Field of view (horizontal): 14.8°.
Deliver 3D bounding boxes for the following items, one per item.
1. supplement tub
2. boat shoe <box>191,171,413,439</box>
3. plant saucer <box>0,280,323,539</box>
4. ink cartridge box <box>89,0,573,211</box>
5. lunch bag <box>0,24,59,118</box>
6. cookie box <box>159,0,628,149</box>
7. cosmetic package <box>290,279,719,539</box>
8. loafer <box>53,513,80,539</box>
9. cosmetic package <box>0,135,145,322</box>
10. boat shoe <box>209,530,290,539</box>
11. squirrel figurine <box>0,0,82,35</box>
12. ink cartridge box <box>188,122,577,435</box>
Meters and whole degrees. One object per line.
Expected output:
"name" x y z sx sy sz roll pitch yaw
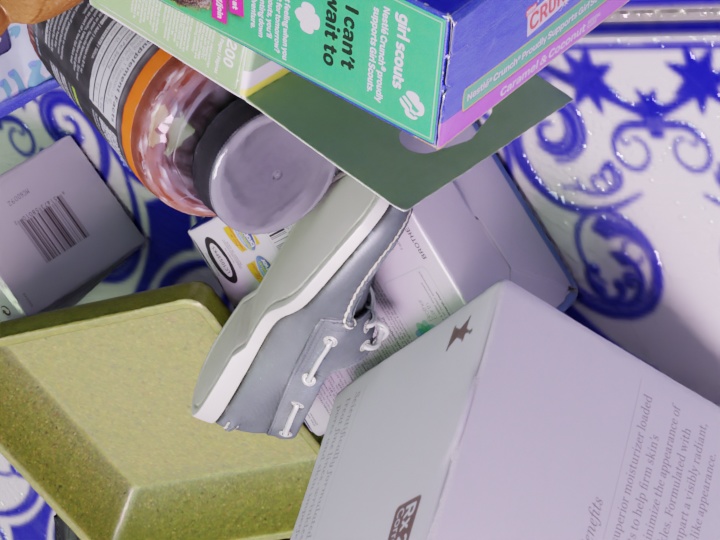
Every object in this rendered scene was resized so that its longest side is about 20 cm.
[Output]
"supplement tub" -0.087 -0.097 1.410 0.200 0.107 0.107 47 146 45
"boat shoe" -0.017 0.019 1.397 0.062 0.073 0.200 26 132 -15
"plant saucer" -0.114 0.078 1.563 0.199 0.048 0.200 -12 133 31
"ink cartridge box" -0.010 -0.122 1.334 0.200 0.145 0.048 33 133 23
"lunch bag" -0.252 -0.167 1.521 0.127 0.170 0.200 -23 99 53
"cookie box" 0.011 -0.161 1.268 0.200 0.171 0.075 29 137 28
"cosmetic package" 0.086 0.142 1.357 0.200 0.165 0.165 31 144 -17
"loafer" -0.161 0.151 1.742 0.070 0.068 0.201 38 133 31
"cosmetic package" -0.229 0.013 1.676 0.085 0.108 0.200 54 139 0
"boat shoe" -0.054 0.172 1.630 0.200 0.072 0.059 4 157 39
"squirrel figurine" -0.206 -0.200 1.368 0.187 0.142 0.200 54 142 -9
"ink cartridge box" 0.000 0.000 1.464 0.200 0.076 0.137 -25 98 48
